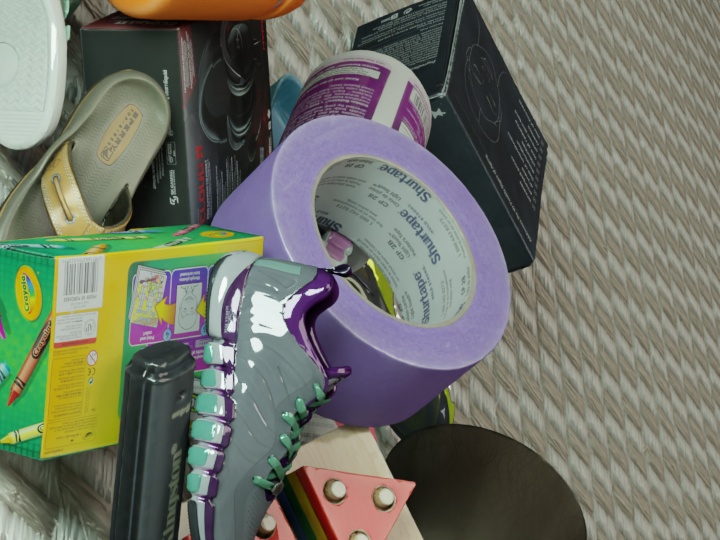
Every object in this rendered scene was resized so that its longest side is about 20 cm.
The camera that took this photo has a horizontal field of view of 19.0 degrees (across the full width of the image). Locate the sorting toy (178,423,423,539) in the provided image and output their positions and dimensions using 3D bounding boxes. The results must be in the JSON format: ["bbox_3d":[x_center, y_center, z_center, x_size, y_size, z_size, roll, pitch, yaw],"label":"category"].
[{"bbox_3d":[-0.021,0.215,1.382,0.198,0.070,0.201,-23,84,-35],"label":"sorting toy"}]

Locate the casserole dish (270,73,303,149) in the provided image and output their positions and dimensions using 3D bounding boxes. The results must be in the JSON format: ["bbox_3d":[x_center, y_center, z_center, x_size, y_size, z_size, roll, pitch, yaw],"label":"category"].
[{"bbox_3d":[-0.061,-0.075,1.741,0.121,0.039,0.200,60,25,-28],"label":"casserole dish"}]

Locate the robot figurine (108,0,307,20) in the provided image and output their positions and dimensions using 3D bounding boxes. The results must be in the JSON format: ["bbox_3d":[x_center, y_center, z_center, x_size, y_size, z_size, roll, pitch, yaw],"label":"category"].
[{"bbox_3d":[-0.098,-0.221,1.405,0.199,0.144,0.117,-5,46,-44],"label":"robot figurine"}]

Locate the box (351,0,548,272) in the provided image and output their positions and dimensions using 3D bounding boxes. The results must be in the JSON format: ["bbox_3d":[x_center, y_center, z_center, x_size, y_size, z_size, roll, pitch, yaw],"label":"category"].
[{"bbox_3d":[0.078,-0.119,1.999,0.200,0.123,0.197,60,23,-29],"label":"box"}]

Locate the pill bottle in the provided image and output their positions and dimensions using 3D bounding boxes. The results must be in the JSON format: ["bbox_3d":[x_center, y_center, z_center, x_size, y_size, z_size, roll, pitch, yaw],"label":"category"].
[{"bbox_3d":[-0.011,-0.080,1.663,0.113,0.112,0.200,61,23,-24],"label":"pill bottle"}]

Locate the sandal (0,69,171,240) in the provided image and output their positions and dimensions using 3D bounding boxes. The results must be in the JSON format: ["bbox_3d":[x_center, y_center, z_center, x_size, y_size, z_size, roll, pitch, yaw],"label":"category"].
[{"bbox_3d":[-0.168,-0.041,1.341,0.082,0.054,0.201,46,62,-31],"label":"sandal"}]

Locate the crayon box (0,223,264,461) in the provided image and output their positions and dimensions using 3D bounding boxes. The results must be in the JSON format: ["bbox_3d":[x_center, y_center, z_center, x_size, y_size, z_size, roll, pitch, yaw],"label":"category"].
[{"bbox_3d":[-0.142,0.039,1.302,0.200,0.058,0.119,-7,105,-55],"label":"crayon box"}]

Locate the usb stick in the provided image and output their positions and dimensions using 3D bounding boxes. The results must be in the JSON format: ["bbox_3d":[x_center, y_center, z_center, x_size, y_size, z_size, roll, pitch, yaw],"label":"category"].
[{"bbox_3d":[-0.127,0.140,1.283,0.055,0.032,0.201,-22,124,-54],"label":"usb stick"}]

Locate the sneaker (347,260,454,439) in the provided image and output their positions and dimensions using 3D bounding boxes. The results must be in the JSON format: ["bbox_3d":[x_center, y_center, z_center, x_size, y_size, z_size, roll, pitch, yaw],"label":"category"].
[{"bbox_3d":[0.009,0.068,1.767,0.201,0.074,0.081,59,30,-11],"label":"sneaker"}]

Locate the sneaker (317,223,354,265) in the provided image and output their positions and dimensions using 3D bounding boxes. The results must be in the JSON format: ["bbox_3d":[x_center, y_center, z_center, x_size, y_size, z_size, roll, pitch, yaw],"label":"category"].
[{"bbox_3d":[-0.070,0.031,1.515,0.080,0.088,0.201,37,43,-15],"label":"sneaker"}]

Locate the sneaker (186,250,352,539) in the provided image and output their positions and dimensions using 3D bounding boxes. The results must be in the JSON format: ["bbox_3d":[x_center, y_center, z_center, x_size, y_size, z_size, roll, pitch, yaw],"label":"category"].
[{"bbox_3d":[-0.052,0.089,1.288,0.074,0.087,0.201,18,76,-78],"label":"sneaker"}]

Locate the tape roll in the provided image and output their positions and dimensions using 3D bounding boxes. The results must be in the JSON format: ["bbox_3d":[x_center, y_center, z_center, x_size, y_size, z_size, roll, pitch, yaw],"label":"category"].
[{"bbox_3d":[0.000,0.000,1.465,0.199,0.085,0.201,23,46,-26],"label":"tape roll"}]

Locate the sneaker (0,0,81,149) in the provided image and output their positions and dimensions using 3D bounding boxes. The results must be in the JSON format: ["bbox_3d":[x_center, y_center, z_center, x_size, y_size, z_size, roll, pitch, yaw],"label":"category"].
[{"bbox_3d":[-0.206,-0.164,1.409,0.118,0.073,0.201,29,48,-64],"label":"sneaker"}]

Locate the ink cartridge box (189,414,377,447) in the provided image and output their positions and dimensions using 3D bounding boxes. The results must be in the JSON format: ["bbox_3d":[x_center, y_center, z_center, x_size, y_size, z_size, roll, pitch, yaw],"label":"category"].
[{"bbox_3d":[-0.035,0.201,1.510,0.145,0.084,0.201,15,59,-63],"label":"ink cartridge box"}]

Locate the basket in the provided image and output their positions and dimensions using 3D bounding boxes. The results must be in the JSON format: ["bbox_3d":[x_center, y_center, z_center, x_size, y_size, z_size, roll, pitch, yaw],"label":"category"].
[{"bbox_3d":[0.081,0.225,1.658,0.180,0.136,0.200,30,21,1],"label":"basket"}]

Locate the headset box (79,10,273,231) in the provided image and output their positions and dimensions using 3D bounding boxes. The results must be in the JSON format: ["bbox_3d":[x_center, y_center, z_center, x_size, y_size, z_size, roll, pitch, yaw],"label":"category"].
[{"bbox_3d":[-0.127,-0.111,1.496,0.200,0.077,0.150,-47,136,-68],"label":"headset box"}]
